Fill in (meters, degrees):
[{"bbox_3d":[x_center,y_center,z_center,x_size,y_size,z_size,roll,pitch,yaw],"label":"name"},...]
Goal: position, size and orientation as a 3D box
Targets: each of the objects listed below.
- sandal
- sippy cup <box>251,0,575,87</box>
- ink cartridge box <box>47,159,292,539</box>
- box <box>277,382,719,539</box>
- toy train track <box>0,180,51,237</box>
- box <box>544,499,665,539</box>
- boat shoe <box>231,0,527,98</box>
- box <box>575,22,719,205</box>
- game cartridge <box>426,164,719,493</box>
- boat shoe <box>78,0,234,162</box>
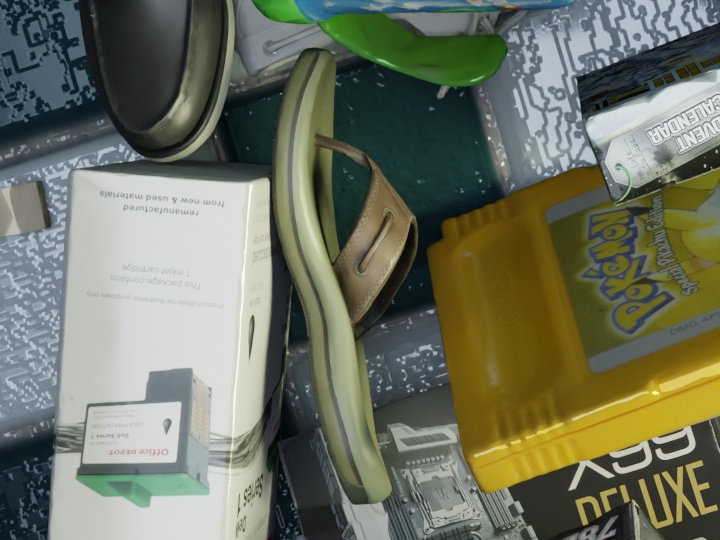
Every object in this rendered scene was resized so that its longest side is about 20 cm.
[{"bbox_3d":[0.000,0.001,0.948,0.057,0.080,0.202,-11,89,7],"label":"sandal"},{"bbox_3d":[0.032,-0.159,0.858,0.130,0.178,0.140,10,82,16],"label":"sippy cup"},{"bbox_3d":[-0.082,0.053,0.962,0.084,0.146,0.201,4,96,6],"label":"ink cartridge box"},{"bbox_3d":[0.079,0.121,0.966,0.200,0.050,0.158,-19,80,18],"label":"box"},{"bbox_3d":[-0.250,-0.011,1.033,0.199,0.033,0.115,-12,93,9],"label":"toy train track"},{"bbox_3d":[0.082,0.211,0.915,0.198,0.050,0.200,-26,122,23],"label":"box"},{"bbox_3d":[0.036,-0.122,0.970,0.201,0.075,0.086,-12,93,10],"label":"boat shoe"},{"bbox_3d":[0.160,-0.080,0.894,0.137,0.200,0.040,-21,97,9],"label":"box"},{"bbox_3d":[0.130,0.001,0.923,0.199,0.176,0.032,-19,123,7],"label":"game cartridge"},{"bbox_3d":[-0.102,-0.149,0.959,0.073,0.063,0.202,-10,75,20],"label":"boat shoe"}]
